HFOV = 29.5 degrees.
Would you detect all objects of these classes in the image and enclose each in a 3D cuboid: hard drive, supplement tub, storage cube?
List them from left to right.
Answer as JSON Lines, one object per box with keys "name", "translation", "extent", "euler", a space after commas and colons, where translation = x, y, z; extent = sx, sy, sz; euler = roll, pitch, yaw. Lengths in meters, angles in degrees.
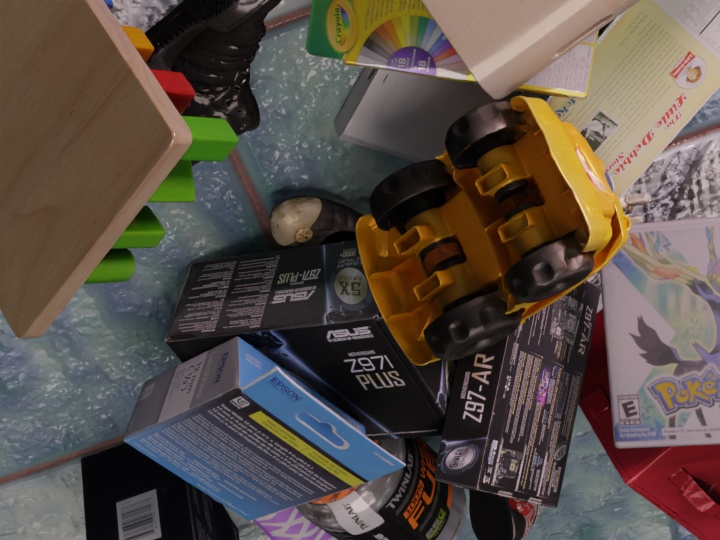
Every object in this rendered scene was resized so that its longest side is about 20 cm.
{"name": "supplement tub", "translation": [0.009, 0.196, 1.268], "extent": [0.122, 0.123, 0.200], "euler": [-29, 143, 13]}
{"name": "hard drive", "translation": [0.096, -0.132, 1.074], "extent": [0.199, 0.026, 0.132], "euler": [15, 127, -25]}
{"name": "storage cube", "translation": [0.312, 0.108, 1.236], "extent": [0.180, 0.201, 0.171], "euler": [-42, 128, 15]}

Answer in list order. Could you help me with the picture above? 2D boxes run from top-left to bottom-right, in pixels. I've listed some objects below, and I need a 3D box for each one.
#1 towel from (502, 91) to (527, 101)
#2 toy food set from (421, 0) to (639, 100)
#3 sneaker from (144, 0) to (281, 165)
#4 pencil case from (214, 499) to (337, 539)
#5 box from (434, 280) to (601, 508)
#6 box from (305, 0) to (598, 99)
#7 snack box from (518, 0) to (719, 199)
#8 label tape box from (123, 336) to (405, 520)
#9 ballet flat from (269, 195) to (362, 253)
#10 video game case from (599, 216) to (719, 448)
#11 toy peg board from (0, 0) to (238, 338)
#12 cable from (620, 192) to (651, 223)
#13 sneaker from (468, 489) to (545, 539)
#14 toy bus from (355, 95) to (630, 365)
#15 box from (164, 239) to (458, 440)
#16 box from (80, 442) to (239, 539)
{"name": "towel", "translation": [0.155, -0.177, 1.024], "extent": [0.146, 0.022, 0.200], "euler": [-41, 125, 10]}
{"name": "toy food set", "translation": [0.092, -0.232, 0.891], "extent": [0.143, 0.060, 0.201], "euler": [-34, 98, 16]}
{"name": "sneaker", "translation": [-0.102, -0.144, 0.994], "extent": [0.199, 0.060, 0.104], "euler": [-32, 130, 23]}
{"name": "pencil case", "translation": [-0.069, 0.238, 1.332], "extent": [0.086, 0.084, 0.200], "euler": [-51, 132, -18]}
{"name": "box", "translation": [0.137, 0.092, 1.158], "extent": [0.043, 0.202, 0.160], "euler": [8, 171, 34]}
{"name": "box", "translation": [0.066, -0.190, 0.946], "extent": [0.198, 0.048, 0.118], "euler": [8, 103, -4]}
{"name": "snack box", "translation": [0.215, -0.159, 1.020], "extent": [0.116, 0.037, 0.200], "euler": [31, 108, -31]}
{"name": "label tape box", "translation": [-0.074, 0.123, 1.098], "extent": [0.143, 0.066, 0.199], "euler": [38, 136, -26]}
{"name": "ballet flat", "translation": [0.000, 0.000, 1.150], "extent": [0.066, 0.057, 0.200], "euler": [-37, 130, 19]}
{"name": "video game case", "translation": [0.297, 0.048, 1.102], "extent": [0.198, 0.184, 0.022], "euler": [-5, 180, 17]}
{"name": "toy peg board", "translation": [-0.197, -0.093, 0.953], "extent": [0.200, 0.200, 0.098], "euler": [-47, 156, 27]}
{"name": "cable", "translation": [0.150, -0.035, 1.181], "extent": [0.198, 0.051, 0.097], "euler": [-3, 162, 7]}
{"name": "sneaker", "translation": [0.146, 0.160, 1.332], "extent": [0.067, 0.108, 0.203], "euler": [3, 105, 31]}
{"name": "toy bus", "translation": [0.127, -0.031, 0.999], "extent": [0.191, 0.137, 0.200], "euler": [-7, 157, -42]}
{"name": "box", "translation": [-0.031, 0.064, 1.133], "extent": [0.199, 0.087, 0.164], "euler": [-7, 138, 25]}
{"name": "box", "translation": [-0.175, 0.285, 1.271], "extent": [0.103, 0.201, 0.183], "euler": [-19, 133, 2]}
